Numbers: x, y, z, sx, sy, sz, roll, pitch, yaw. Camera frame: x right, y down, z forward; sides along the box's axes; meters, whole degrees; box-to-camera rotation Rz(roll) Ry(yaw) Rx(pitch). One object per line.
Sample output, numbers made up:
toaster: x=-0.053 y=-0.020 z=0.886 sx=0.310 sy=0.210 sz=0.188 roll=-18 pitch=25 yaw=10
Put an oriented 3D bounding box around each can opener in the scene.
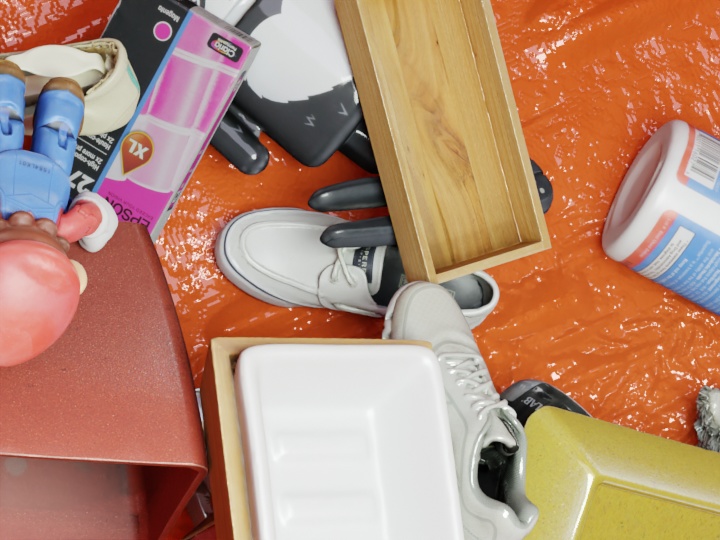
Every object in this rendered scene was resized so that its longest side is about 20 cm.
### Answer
can opener: x=0.051 y=-0.044 z=1.711 sx=0.200 sy=0.079 sz=0.064 roll=-14 pitch=65 yaw=-40

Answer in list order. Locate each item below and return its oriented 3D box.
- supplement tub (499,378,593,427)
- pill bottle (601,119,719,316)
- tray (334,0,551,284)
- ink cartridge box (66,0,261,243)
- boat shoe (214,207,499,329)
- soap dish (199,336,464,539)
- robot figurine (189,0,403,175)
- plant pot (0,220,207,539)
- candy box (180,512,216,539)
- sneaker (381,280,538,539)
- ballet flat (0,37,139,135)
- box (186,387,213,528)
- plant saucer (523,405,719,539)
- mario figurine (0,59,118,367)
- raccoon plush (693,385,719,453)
supplement tub: x=0.080 y=0.178 z=1.680 sx=0.200 sy=0.123 sz=0.123 roll=-41 pitch=91 yaw=-18
pill bottle: x=0.283 y=-0.016 z=1.780 sx=0.199 sy=0.112 sz=0.113 roll=28 pitch=73 yaw=-8
tray: x=0.055 y=-0.098 z=1.662 sx=0.098 sy=0.037 sz=0.201 roll=-17 pitch=97 yaw=-27
ink cartridge box: x=-0.154 y=-0.089 z=1.664 sx=0.094 sy=0.037 sz=0.200 roll=30 pitch=105 yaw=4
boat shoe: x=0.000 y=0.000 z=1.725 sx=0.199 sy=0.066 sz=0.072 roll=19 pitch=75 yaw=-11
soap dish: x=-0.018 y=0.142 z=1.512 sx=0.157 sy=0.081 sz=0.201 roll=1 pitch=72 yaw=-30
robot figurine: x=-0.041 y=-0.152 z=1.713 sx=0.200 sy=0.125 sz=0.150 roll=40 pitch=45 yaw=-4
plant pot: x=-0.213 y=0.069 z=1.596 sx=0.199 sy=0.200 sz=0.177 roll=4 pitch=66 yaw=-14
candy box: x=-0.019 y=0.133 z=1.637 sx=0.200 sy=0.117 sz=0.057 roll=-37 pitch=92 yaw=-36
sneaker: x=0.068 y=0.093 z=1.582 sx=0.075 sy=0.081 sz=0.201 roll=-1 pitch=64 yaw=-30
ballet flat: x=-0.241 y=-0.117 z=1.596 sx=0.199 sy=0.069 sz=0.070 roll=-8 pitch=81 yaw=-11
box: x=-0.086 y=0.177 z=1.679 sx=0.039 sy=0.041 sz=0.201 roll=-21 pitch=84 yaw=-18
plant saucer: x=0.171 y=0.207 z=1.643 sx=0.199 sy=0.048 sz=0.201 roll=16 pitch=92 yaw=-35
mario figurine: x=-0.218 y=-0.024 z=1.513 sx=0.123 sy=0.106 sz=0.201 roll=-6 pitch=53 yaw=7
raccoon plush: x=0.243 y=0.172 z=1.746 sx=0.200 sy=0.097 sz=0.134 roll=-42 pitch=83 yaw=-18
